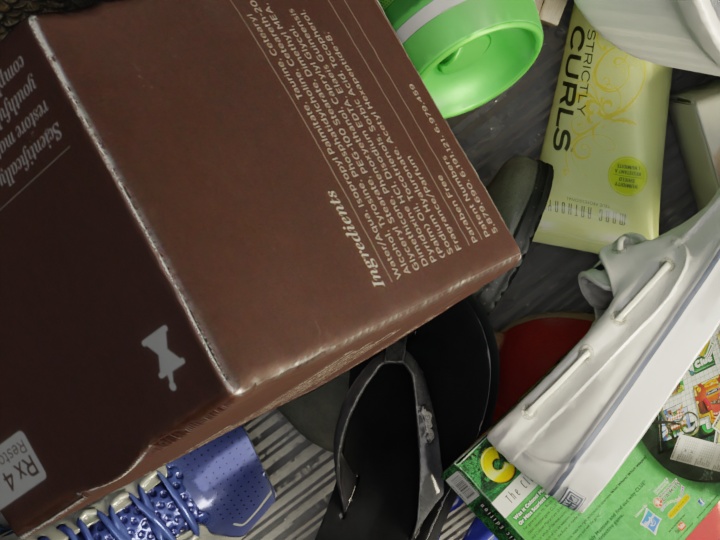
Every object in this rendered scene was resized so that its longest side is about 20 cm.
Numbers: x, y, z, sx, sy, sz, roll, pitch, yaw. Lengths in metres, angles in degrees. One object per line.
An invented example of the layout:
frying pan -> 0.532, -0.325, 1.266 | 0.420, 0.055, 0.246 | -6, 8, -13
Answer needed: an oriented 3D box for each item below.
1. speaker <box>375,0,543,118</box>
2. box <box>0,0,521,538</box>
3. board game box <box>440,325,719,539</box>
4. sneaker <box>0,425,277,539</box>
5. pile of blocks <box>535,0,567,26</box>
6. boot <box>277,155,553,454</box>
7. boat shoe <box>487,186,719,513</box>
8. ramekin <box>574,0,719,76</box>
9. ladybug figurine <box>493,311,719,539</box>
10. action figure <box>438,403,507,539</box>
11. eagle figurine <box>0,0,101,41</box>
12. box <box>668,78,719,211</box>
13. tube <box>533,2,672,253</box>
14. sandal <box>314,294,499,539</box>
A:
speaker -> 0.010, -0.173, 0.832 | 0.088, 0.088, 0.200 | -29, 69, 3
box -> -0.073, -0.016, 0.746 | 0.166, 0.200, 0.165 | -33, 84, 40
board game box -> 0.139, 0.075, 0.850 | 0.200, 0.023, 0.105 | -39, 86, -31
sneaker -> -0.137, 0.151, 0.890 | 0.199, 0.115, 0.081 | -29, 97, 3
pile of blocks -> 0.025, -0.121, 0.885 | 0.200, 0.062, 0.082 | -35, 96, 3
boot -> 0.000, 0.000, 0.893 | 0.130, 0.068, 0.200 | 34, 102, -3
boat shoe -> 0.133, 0.014, 0.803 | 0.065, 0.074, 0.200 | 34, 74, 7
ramekin -> 0.178, -0.185, 0.812 | 0.200, 0.098, 0.201 | -9, 104, -38
ladybug figurine -> 0.135, 0.104, 0.906 | 0.200, 0.072, 0.136 | 39, 95, -4
action figure -> 0.012, 0.163, 0.882 | 0.065, 0.099, 0.200 | 45, 125, 26
eagle figurine -> -0.171, -0.139, 0.837 | 0.152, 0.151, 0.200 | 42, 102, 6
box -> 0.268, -0.074, 0.882 | 0.199, 0.078, 0.095 | -18, 97, 2
tube -> 0.133, -0.107, 0.893 | 0.052, 0.058, 0.201 | 5, 100, -24
sandal -> 0.016, 0.095, 0.837 | 0.076, 0.043, 0.201 | 13, 89, 26
